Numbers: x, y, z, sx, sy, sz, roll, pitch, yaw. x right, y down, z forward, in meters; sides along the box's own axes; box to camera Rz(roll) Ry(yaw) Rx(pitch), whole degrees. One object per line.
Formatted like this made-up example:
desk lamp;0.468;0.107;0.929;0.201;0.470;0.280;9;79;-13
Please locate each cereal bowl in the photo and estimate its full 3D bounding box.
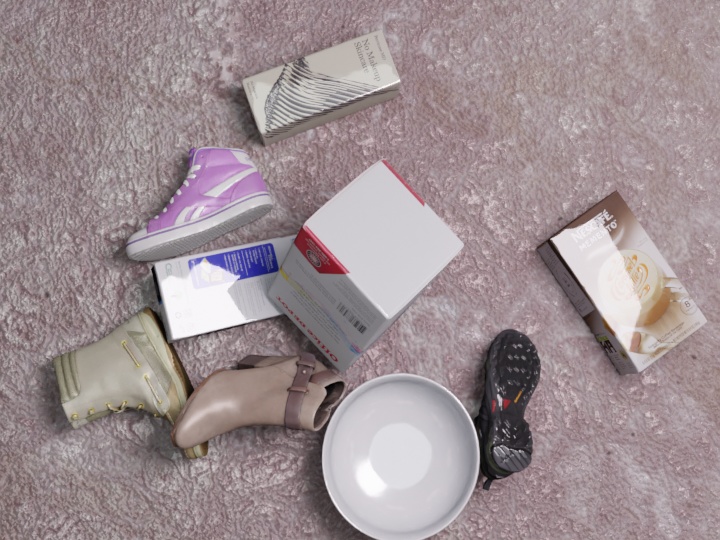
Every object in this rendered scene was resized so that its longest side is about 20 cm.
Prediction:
cereal bowl;0.050;0.231;1.219;0.196;0.083;0.204;0;82;3

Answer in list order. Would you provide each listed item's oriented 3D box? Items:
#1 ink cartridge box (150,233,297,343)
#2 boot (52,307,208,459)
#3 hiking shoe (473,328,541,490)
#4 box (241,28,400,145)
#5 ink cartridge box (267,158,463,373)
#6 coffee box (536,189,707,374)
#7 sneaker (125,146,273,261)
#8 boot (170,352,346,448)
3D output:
ink cartridge box;-0.160;0.021;1.248;0.197;0.039;0.101;-12;83;-22
boot;-0.288;0.168;1.229;0.153;0.072;0.203;-26;79;-5
hiking shoe;0.173;0.170;1.235;0.075;0.101;0.203;21;54;-10
box;-0.051;-0.240;1.286;0.197;0.068;0.083;-22;84;-3
ink cartridge box;0.000;0.000;1.177;0.145;0.200;0.144;46;61;4
coffee box;0.332;0.017;1.257;0.113;0.080;0.202;-34;85;-5
sneaker;-0.224;-0.092;1.268;0.198;0.073;0.116;-24;80;-15
boot;-0.114;0.164;1.182;0.144;0.071;0.200;14;38;27
